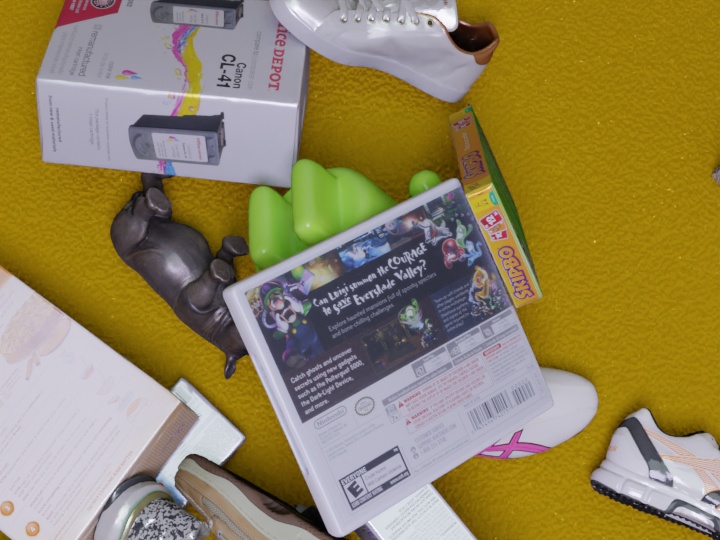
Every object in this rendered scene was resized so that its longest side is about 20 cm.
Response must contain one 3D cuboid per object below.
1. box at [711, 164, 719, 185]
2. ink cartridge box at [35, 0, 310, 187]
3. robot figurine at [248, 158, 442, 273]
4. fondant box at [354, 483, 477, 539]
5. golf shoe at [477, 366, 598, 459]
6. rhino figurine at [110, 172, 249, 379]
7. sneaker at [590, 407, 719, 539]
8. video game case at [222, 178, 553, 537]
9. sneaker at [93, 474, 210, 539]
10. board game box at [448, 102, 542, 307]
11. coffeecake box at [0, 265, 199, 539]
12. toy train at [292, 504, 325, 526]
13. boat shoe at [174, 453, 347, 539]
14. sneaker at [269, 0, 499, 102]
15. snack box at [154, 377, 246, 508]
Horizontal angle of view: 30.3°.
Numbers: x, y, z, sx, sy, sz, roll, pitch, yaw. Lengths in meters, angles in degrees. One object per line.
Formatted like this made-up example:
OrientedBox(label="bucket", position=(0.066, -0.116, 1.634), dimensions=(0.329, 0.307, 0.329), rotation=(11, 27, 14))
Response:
OrientedBox(label="box", position=(0.411, -0.119, 1.046), dimensions=(0.192, 0.200, 0.122), rotation=(-42, 84, -8))
OrientedBox(label="ink cartridge box", position=(-0.142, -0.150, 1.050), dimensions=(0.198, 0.086, 0.148), rotation=(4, 43, -1))
OrientedBox(label="robot figurine", position=(0.000, 0.000, 1.015), dimensions=(0.175, 0.200, 0.116), rotation=(-31, 44, 26))
OrientedBox(label="fondant box", position=(0.074, 0.240, 0.991), dimensions=(0.058, 0.144, 0.200), rotation=(-38, 84, -11))
OrientedBox(label="golf shoe", position=(0.094, 0.112, 1.043), dimensions=(0.198, 0.092, 0.073), rotation=(-5, 79, -5))
OrientedBox(label="rhino figurine", position=(-0.124, 0.011, 1.058), dimensions=(0.200, 0.087, 0.060), rotation=(49, 42, 5))
OrientedBox(label="sneaker", position=(0.287, 0.173, 1.052), dimensions=(0.199, 0.074, 0.081), rotation=(23, 77, 1))
OrientedBox(label="video game case", position=(0.025, 0.056, 0.926), dimensions=(0.199, 0.023, 0.183), rotation=(-26, 96, -27))
OrientedBox(label="sneaker", position=(-0.154, 0.256, 0.965), dimensions=(0.088, 0.077, 0.202), rotation=(14, 99, 36))
OrientedBox(label="board game box", position=(0.100, -0.057, 1.018), dimensions=(0.030, 0.200, 0.096), rotation=(-22, 112, 12))
OrientedBox(label="coffeecake box", position=(-0.252, 0.110, 1.019), dimensions=(0.199, 0.073, 0.154), rotation=(35, 80, 13))
OrientedBox(label="toy train", position=(-0.022, 0.276, 1.016), dimensions=(0.114, 0.085, 0.200), rotation=(-37, 81, -22))
OrientedBox(label="boat shoe", position=(-0.080, 0.198, 0.961), dimensions=(0.072, 0.199, 0.077), rotation=(35, 81, -41))
OrientedBox(label="sneaker", position=(0.024, -0.205, 1.060), dimensions=(0.199, 0.085, 0.073), rotation=(14, 46, -32))
OrientedBox(label="snack box", position=(-0.182, 0.183, 1.049), dimensions=(0.072, 0.024, 0.200), rotation=(42, 80, 4))
